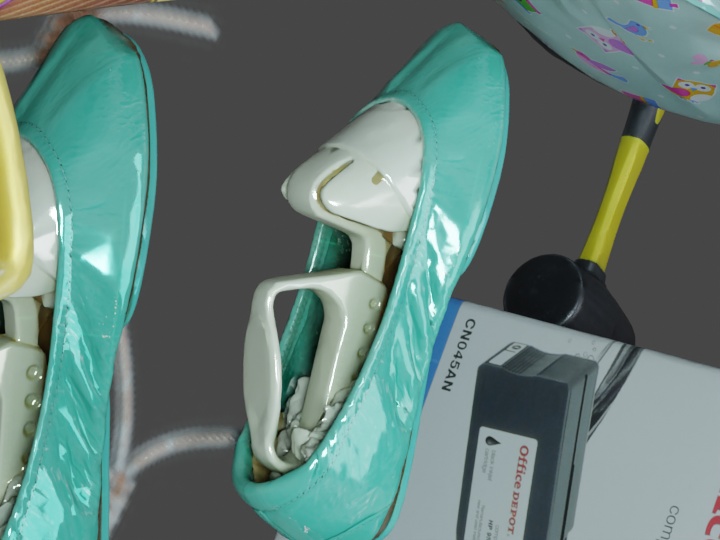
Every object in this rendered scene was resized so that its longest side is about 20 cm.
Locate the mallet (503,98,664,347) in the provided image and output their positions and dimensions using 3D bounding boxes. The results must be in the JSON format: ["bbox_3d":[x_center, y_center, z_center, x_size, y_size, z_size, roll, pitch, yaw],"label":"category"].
[{"bbox_3d":[0.120,-0.043,1.120,0.200,0.041,0.066,-64,145,-22],"label":"mallet"}]

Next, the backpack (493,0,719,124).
[{"bbox_3d":[0.113,-0.131,0.920,0.200,0.166,0.127,67,44,-75],"label":"backpack"}]

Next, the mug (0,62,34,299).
[{"bbox_3d":[-0.182,-0.011,0.636,0.187,0.149,0.154,-58,141,-67],"label":"mug"}]

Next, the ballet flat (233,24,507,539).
[{"bbox_3d":[0.000,0.000,0.930,0.070,0.067,0.201,18,84,-39],"label":"ballet flat"}]

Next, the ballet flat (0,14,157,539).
[{"bbox_3d":[-0.107,0.020,0.799,0.070,0.067,0.201,-1,101,-40],"label":"ballet flat"}]

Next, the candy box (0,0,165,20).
[{"bbox_3d":[-0.089,-0.139,0.771,0.200,0.056,0.117,-14,114,-54],"label":"candy box"}]

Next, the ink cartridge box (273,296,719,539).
[{"bbox_3d":[0.077,0.099,0.963,0.084,0.200,0.145,30,77,-55],"label":"ink cartridge box"}]
